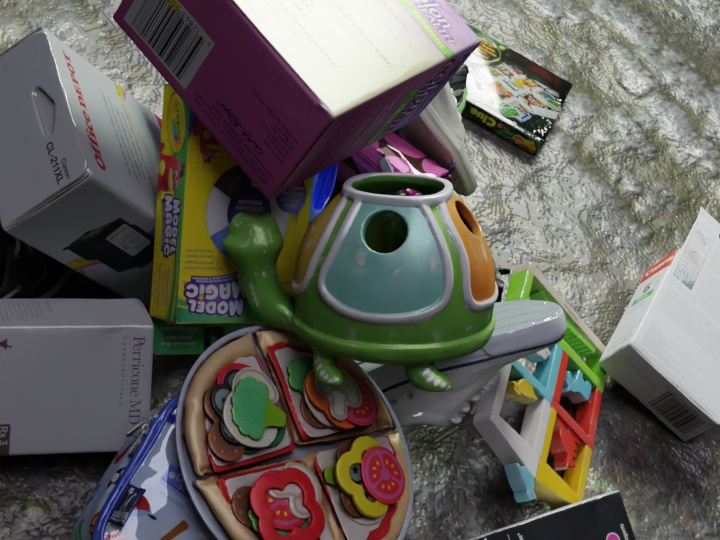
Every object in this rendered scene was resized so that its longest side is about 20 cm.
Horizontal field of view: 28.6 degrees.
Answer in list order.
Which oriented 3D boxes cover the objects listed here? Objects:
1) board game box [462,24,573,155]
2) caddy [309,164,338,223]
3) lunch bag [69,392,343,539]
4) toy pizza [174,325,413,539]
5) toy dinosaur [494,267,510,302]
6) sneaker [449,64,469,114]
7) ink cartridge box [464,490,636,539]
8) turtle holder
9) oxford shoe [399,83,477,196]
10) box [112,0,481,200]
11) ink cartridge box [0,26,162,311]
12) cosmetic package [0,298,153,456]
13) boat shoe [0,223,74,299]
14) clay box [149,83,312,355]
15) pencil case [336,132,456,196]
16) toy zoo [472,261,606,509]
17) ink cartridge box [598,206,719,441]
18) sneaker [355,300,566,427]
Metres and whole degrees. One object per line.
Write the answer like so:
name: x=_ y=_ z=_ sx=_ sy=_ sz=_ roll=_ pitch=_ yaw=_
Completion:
board game box: x=0.110 y=-0.202 z=1.420 sx=0.199 sy=0.024 sz=0.105 roll=30 pitch=53 yaw=2
caddy: x=-0.069 y=-0.137 z=1.165 sx=0.141 sy=0.104 sz=0.202 roll=-4 pitch=94 yaw=-63
lunch bag: x=-0.097 y=0.184 z=0.994 sx=0.200 sy=0.075 sz=0.161 roll=39 pitch=58 yaw=-13
toy pizza: x=-0.038 y=0.127 z=0.996 sx=0.199 sy=0.032 sz=0.201 roll=20 pitch=53 yaw=-28
toy dinosaur: x=0.052 y=0.023 z=1.195 sx=0.135 sy=0.102 sz=0.201 roll=15 pitch=72 yaw=12
sneaker: x=0.014 y=-0.209 z=1.341 sx=0.199 sy=0.077 sz=0.084 roll=27 pitch=93 yaw=-10
ink cartridge box: x=0.130 y=0.241 z=1.082 sx=0.199 sy=0.037 sz=0.095 roll=-13 pitch=79 yaw=-26
turtle holder: x=0.009 y=-0.002 z=1.018 sx=0.185 sy=0.133 sz=0.141 roll=15 pitch=25 yaw=35
oxford shoe: x=0.063 y=-0.145 z=1.266 sx=0.075 sy=0.200 sz=0.058 roll=20 pitch=62 yaw=47
box: x=-0.042 y=-0.175 z=1.022 sx=0.176 sy=0.097 sz=0.200 roll=49 pitch=42 yaw=6
ink cartridge box: x=-0.203 y=-0.074 z=1.095 sx=0.082 sy=0.200 sz=0.146 roll=-30 pitch=61 yaw=13
cosmetic package: x=-0.253 y=0.076 z=1.019 sx=0.198 sy=0.103 sz=0.074 roll=0 pitch=16 yaw=-19
boat shoe: x=-0.278 y=-0.008 z=1.105 sx=0.072 sy=0.068 sz=0.200 roll=36 pitch=48 yaw=11
clay box: x=-0.095 y=-0.035 z=1.058 sx=0.114 sy=0.047 sz=0.202 roll=0 pitch=95 yaw=-38
pencil case: x=-0.010 y=-0.117 z=1.264 sx=0.200 sy=0.091 sz=0.094 roll=40 pitch=17 yaw=14
toy zoo: x=0.151 y=0.108 z=1.168 sx=0.131 sy=0.020 sz=0.201 roll=45 pitch=44 yaw=-29
ink cartridge box: x=0.302 y=0.045 z=1.282 sx=0.109 sy=0.050 sz=0.200 roll=41 pitch=50 yaw=-7
sneaker: x=0.070 y=0.081 z=1.107 sx=0.199 sy=0.071 sz=0.073 roll=-18 pitch=19 yaw=7
